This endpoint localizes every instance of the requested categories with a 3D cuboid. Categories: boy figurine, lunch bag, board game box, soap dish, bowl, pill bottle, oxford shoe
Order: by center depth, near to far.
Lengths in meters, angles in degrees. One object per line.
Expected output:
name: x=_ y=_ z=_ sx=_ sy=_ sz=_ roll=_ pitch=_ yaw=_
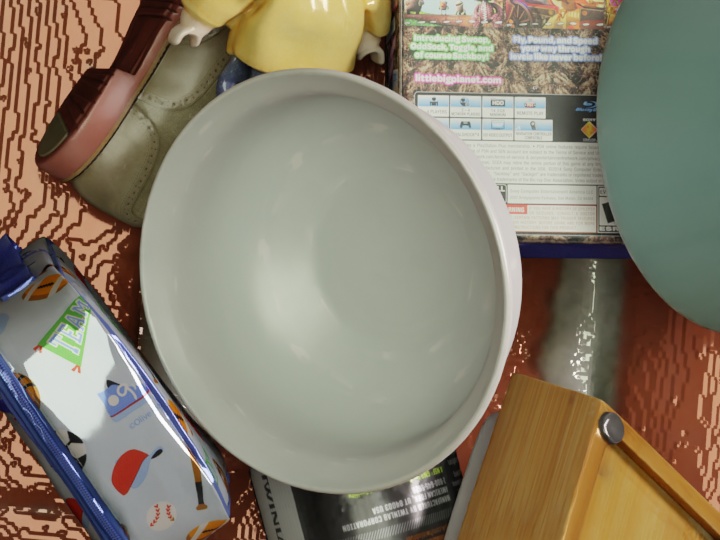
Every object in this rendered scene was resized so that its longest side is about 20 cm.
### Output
bowl: x=0.000 y=0.000 z=1.380 sx=0.200 sy=0.090 sz=0.202 roll=5 pitch=100 yaw=28
lunch bag: x=-0.135 y=0.061 z=1.399 sx=0.075 sy=0.200 sz=0.161 roll=-37 pitch=103 yaw=-5
soap dish: x=0.108 y=0.171 z=1.408 sx=0.157 sy=0.081 sz=0.201 roll=44 pitch=50 yaw=-30
bowl: x=0.219 y=-0.070 z=1.408 sx=0.200 sy=0.105 sz=0.202 roll=3 pitch=86 yaw=-41
boy figurine: x=-0.040 y=-0.131 z=1.433 sx=0.124 sy=0.064 sz=0.201 roll=-5 pitch=106 yaw=-32
pill bottle: x=0.018 y=0.179 z=1.447 sx=0.106 sy=0.106 sz=0.201 roll=-14 pitch=87 yaw=-6
board game box: x=0.093 y=-0.109 z=1.480 sx=0.158 sy=0.097 sz=0.201 roll=1 pitch=85 yaw=-5
oxford shoe: x=-0.082 y=-0.113 z=1.490 sx=0.075 sy=0.070 sz=0.200 roll=40 pitch=87 yaw=-20
